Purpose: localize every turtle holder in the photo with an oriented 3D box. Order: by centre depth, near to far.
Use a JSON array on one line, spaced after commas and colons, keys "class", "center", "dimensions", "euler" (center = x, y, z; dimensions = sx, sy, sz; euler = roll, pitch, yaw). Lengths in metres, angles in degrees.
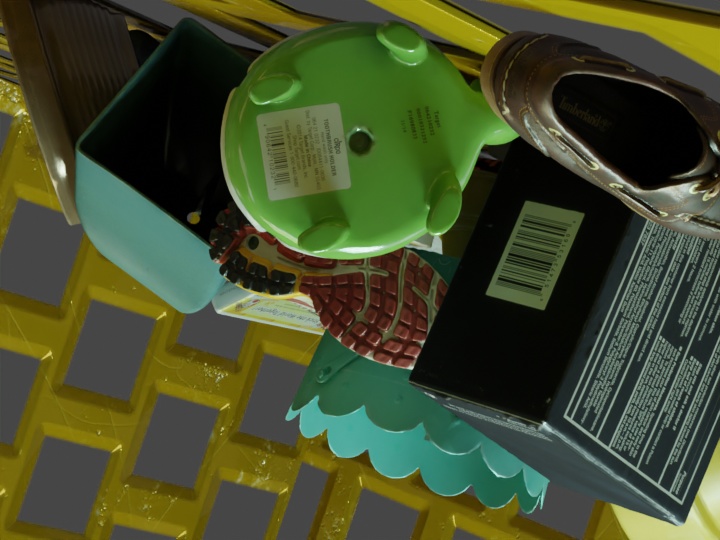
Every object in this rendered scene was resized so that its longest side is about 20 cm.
[{"class": "turtle holder", "center": [0.003, -0.089, 1.384], "dimensions": [0.141, 0.185, 0.132], "euler": [52, 171, -11]}]

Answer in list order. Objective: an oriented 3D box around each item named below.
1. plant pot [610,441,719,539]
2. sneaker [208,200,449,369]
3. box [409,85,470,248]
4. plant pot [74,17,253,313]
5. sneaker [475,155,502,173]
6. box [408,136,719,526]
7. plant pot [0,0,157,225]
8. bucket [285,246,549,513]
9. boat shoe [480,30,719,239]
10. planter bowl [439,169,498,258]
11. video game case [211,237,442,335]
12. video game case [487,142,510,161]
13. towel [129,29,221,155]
[{"class": "plant pot", "center": [0.298, 0.111, 1.756], "dimensions": [0.188, 0.202, 0.200], "euler": [-14, 162, 30]}, {"class": "sneaker", "center": [-0.003, 0.005, 1.577], "dimensions": [0.199, 0.078, 0.082], "euler": [29, -172, 26]}, {"class": "box", "center": [0.007, -0.083, 1.565], "dimensions": [0.101, 0.113, 0.200], "euler": [18, -179, -5]}, {"class": "plant pot", "center": [-0.130, -0.061, 1.768], "dimensions": [0.141, 0.142, 0.200], "euler": [36, 155, 4]}, {"class": "sneaker", "center": [0.106, -0.064, 1.992], "dimensions": [0.089, 0.070, 0.200], "euler": [16, -179, -1]}, {"class": "box", "center": [0.160, 0.034, 1.529], "dimensions": [0.123, 0.201, 0.198], "euler": [15, 165, 41]}, {"class": "plant pot", "center": [-0.218, -0.144, 1.846], "dimensions": [0.092, 0.202, 0.201], "euler": [-18, -179, -4]}, {"class": "bucket", "center": [0.061, 0.078, 1.670], "dimensions": [0.206, 0.135, 0.207], "euler": [18, 167, 4]}, {"class": "boat shoe", "center": [0.153, -0.061, 1.183], "dimensions": [0.199, 0.071, 0.070], "euler": [20, -177, -29]}, {"class": "planter bowl", "center": [0.127, 0.002, 1.757], "dimensions": [0.199, 0.084, 0.200], "euler": [22, 168, 5]}, {"class": "video game case", "center": [0.000, 0.000, 1.885], "dimensions": [0.181, 0.023, 0.200], "euler": [-26, 164, 20]}, {"class": "video game case", "center": [0.222, -0.054, 1.782], "dimensions": [0.181, 0.022, 0.200], "euler": [19, 178, 39]}, {"class": "towel", "center": [-0.131, -0.129, 1.916], "dimensions": [0.112, 0.049, 0.200], "euler": [41, 180, -39]}]
